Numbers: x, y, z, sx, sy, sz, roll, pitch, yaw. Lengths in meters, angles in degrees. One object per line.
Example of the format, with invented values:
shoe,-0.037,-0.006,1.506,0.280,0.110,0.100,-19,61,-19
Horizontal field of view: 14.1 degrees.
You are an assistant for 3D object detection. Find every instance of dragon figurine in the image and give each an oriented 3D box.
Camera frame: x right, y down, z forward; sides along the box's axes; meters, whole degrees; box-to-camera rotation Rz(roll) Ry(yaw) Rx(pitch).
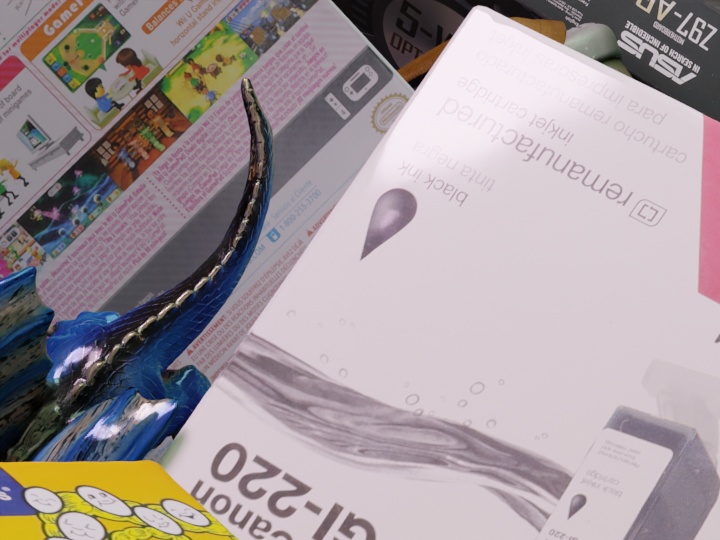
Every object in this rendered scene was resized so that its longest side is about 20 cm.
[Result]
dragon figurine,-0.079,0.039,0.723,0.059,0.200,0.099,41,0,11

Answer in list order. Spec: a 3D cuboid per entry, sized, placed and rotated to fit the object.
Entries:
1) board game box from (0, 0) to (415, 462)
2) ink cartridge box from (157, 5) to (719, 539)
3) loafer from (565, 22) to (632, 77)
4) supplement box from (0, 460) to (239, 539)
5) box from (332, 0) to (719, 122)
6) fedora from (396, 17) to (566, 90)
board game box,-0.068,-0.028,0.808,0.200,0.148,0.064,47,-5,-11
ink cartridge box,0.039,0.057,0.715,0.145,0.200,0.085,28,-13,25
loafer,0.066,-0.013,1.068,0.075,0.200,0.070,-27,72,-16
supplement box,-0.043,0.132,0.569,0.108,0.110,0.200,3,24,-43
box,0.061,-0.078,1.113,0.199,0.044,0.160,32,-23,-11
fedora,0.000,0.000,0.949,0.082,0.200,0.201,53,15,-9
